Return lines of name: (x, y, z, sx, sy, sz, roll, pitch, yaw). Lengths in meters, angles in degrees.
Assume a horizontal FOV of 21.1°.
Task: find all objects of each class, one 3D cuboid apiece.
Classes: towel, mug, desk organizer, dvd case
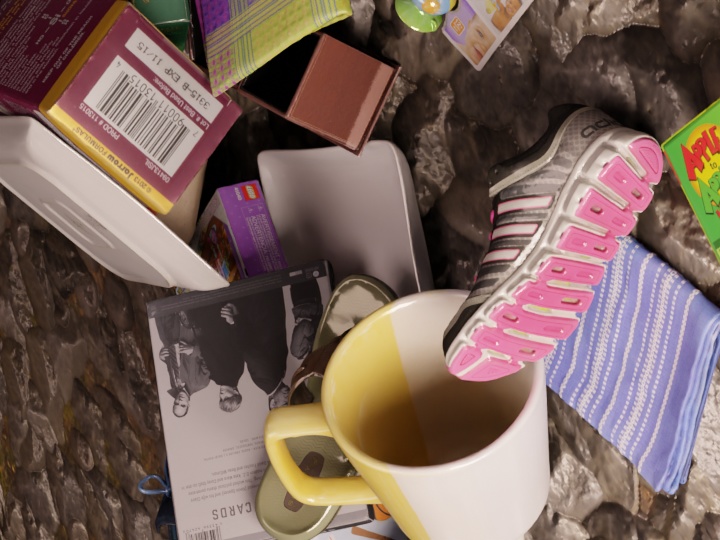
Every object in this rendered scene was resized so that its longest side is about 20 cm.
towel: (0.154, 0.037, 1.253, 0.200, 0.024, 0.146, 42, 136, 40)
mug: (0.049, 0.112, 1.320, 0.186, 0.150, 0.154, 19, 149, 31)
desk organizer: (-0.068, -0.159, 1.434, 0.200, 0.077, 0.072, 31, 98, 48)
dvd case: (-0.078, 0.104, 1.448, 0.025, 0.149, 0.202, 43, -144, -71)
towel: (-0.069, -0.239, 1.386, 0.143, 0.023, 0.201, -29, 59, 36)

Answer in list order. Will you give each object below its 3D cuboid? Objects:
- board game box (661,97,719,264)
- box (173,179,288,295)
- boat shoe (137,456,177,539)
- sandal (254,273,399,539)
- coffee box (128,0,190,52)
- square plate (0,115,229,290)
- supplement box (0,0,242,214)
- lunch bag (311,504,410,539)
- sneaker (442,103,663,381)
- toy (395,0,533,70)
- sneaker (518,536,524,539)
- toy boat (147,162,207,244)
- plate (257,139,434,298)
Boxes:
board game box: (0.251, -0.072, 1.026, 0.200, 0.047, 0.102, -43, 67, 55)
box: (-0.103, 0.027, 1.599, 0.200, 0.039, 0.138, 131, 122, -64)
boat shoe: (-0.124, 0.190, 1.492, 0.084, 0.068, 0.202, -31, 67, 51)
sandal: (-0.020, 0.100, 1.389, 0.079, 0.057, 0.202, 18, 84, 24)
coffee box: (-0.167, -0.230, 1.528, 0.200, 0.044, 0.124, 148, 115, -81)
square plate: (-0.212, -0.047, 1.483, 0.200, 0.029, 0.198, 41, 167, -22)
supplement box: (-0.201, -0.135, 1.451, 0.131, 0.104, 0.200, 41, 169, -35)
lunch bag: (-0.054, 0.194, 1.556, 0.200, 0.123, 0.172, -3, 92, 62)
sneaker: (0.109, -0.022, 1.218, 0.201, 0.073, 0.088, -58, 43, 21)
toy: (0.070, -0.217, 1.226, 0.115, 0.047, 0.200, 50, 147, 9)
sneaker: (0.037, 0.245, 1.416, 0.081, 0.146, 0.201, 42, 137, 39)
toy boat: (-0.203, -0.080, 1.611, 0.200, 0.130, 0.132, 163, 117, -70)
plate: (0.000, 0.000, 1.468, 0.199, 0.032, 0.201, 1, 106, 57)
